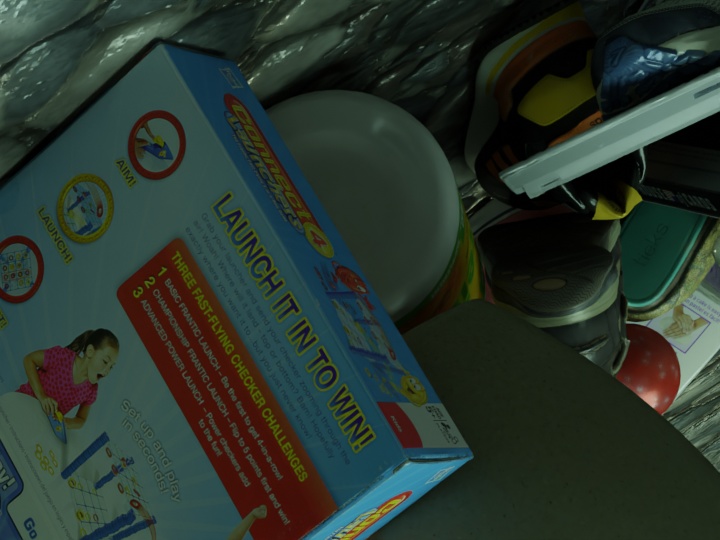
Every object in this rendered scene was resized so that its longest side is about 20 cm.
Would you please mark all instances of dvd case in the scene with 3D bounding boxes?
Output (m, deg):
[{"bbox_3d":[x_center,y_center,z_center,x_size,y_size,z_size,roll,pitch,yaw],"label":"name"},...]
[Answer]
[{"bbox_3d":[0.225,-0.101,1.209,0.200,0.025,0.150,-43,-164,-8],"label":"dvd case"}]

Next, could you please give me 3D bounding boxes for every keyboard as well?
[{"bbox_3d":[0.153,-0.079,1.059,0.200,0.011,0.056,-25,165,7],"label":"keyboard"}]

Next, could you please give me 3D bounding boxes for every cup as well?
[{"bbox_3d":[0.046,0.097,1.040,0.200,0.144,0.200,-30,173,-4],"label":"cup"}]

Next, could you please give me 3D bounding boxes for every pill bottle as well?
[{"bbox_3d":[0.000,0.000,1.149,0.111,0.111,0.200,-32,162,-1],"label":"pill bottle"}]

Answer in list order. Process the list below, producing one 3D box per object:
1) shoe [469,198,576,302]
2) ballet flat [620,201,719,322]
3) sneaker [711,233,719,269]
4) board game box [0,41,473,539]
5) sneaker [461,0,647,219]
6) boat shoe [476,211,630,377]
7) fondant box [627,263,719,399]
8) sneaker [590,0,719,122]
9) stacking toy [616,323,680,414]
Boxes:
[{"bbox_3d":[0.056,0.045,1.338,0.200,0.071,0.091,-48,-163,20],"label":"shoe"},{"bbox_3d":[0.191,-0.059,1.324,0.200,0.071,0.071,-57,160,2],"label":"ballet flat"},{"bbox_3d":[0.222,-0.016,1.205,0.088,0.074,0.200,-40,-179,-4],"label":"sneaker"},{"bbox_3d":[-0.086,0.048,0.990,0.196,0.200,0.056,-39,159,22],"label":"board game box"},{"bbox_3d":[0.100,-0.053,1.208,0.070,0.090,0.200,-30,162,-6],"label":"sneaker"},{"bbox_3d":[0.096,0.018,1.222,0.074,0.074,0.200,-7,-168,9],"label":"boat shoe"},{"bbox_3d":[0.149,0.051,1.463,0.200,0.058,0.144,-54,-173,28],"label":"fondant box"},{"bbox_3d":[0.146,-0.120,1.121,0.077,0.085,0.200,-29,176,30],"label":"sneaker"},{"bbox_3d":[0.098,0.095,1.354,0.085,0.086,0.200,-9,151,-51],"label":"stacking toy"}]
